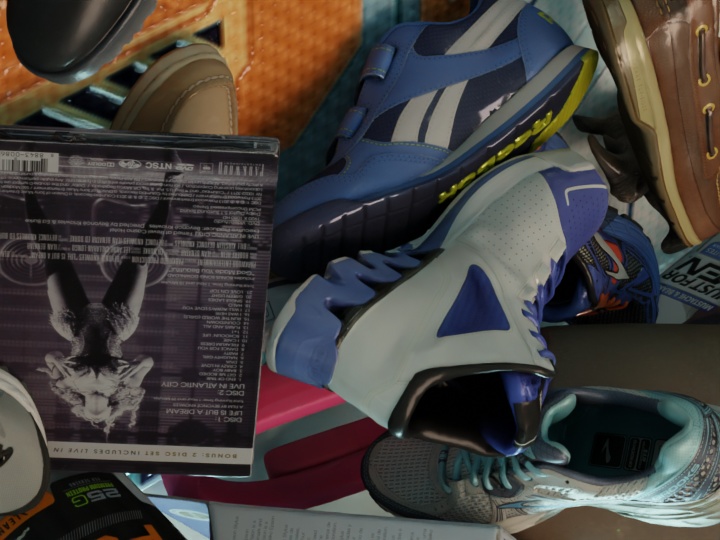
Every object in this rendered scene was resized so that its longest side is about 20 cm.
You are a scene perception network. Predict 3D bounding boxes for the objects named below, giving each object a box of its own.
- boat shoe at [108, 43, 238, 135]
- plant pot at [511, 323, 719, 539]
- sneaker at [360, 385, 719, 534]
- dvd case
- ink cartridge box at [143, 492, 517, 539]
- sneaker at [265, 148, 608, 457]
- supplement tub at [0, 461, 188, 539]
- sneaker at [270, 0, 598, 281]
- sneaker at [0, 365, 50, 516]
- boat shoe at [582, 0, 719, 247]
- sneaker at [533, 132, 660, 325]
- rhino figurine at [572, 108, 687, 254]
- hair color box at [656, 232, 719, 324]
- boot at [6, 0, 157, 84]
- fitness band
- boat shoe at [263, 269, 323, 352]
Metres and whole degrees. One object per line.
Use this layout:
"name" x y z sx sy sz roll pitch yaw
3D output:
"boat shoe" -0.083 -0.011 1.347 0.074 0.069 0.200 -20 137 -37
"plant pot" 0.163 0.106 1.522 0.174 0.200 0.200 13 121 -9
"sneaker" 0.088 0.083 1.406 0.086 0.200 0.078 40 48 -60
"dvd case" -0.117 0.017 1.309 0.149 0.016 0.200 2 130 -5
"ink cartridge box" 0.003 0.162 1.493 0.196 0.200 0.043 42 53 -65
"sneaker" 0.061 0.030 1.371 0.199 0.115 0.081 -31 151 -37
"supplement tub" -0.119 0.178 1.374 0.122 0.200 0.123 -30 143 -26
"sneaker" 0.021 -0.068 1.402 0.200 0.082 0.074 -36 165 -23
"sneaker" -0.197 0.069 1.272 0.074 0.079 0.200 -27 146 9
"boat shoe" 0.166 -0.082 1.447 0.068 0.072 0.200 -22 142 3
"sneaker" 0.106 0.000 1.549 0.075 0.079 0.200 -16 148 24
"rhino figurine" 0.179 -0.058 1.596 0.060 0.088 0.200 -23 160 34
"hair color box" 0.195 0.054 1.685 0.200 0.111 0.064 -38 121 -17
"boot" -0.139 -0.174 1.122 0.165 0.066 0.200 -61 149 3
"fitness band" -0.008 0.077 1.489 0.200 0.037 0.144 -20 158 1
"boat shoe" 0.000 0.000 1.457 0.072 0.062 0.200 -23 169 34
